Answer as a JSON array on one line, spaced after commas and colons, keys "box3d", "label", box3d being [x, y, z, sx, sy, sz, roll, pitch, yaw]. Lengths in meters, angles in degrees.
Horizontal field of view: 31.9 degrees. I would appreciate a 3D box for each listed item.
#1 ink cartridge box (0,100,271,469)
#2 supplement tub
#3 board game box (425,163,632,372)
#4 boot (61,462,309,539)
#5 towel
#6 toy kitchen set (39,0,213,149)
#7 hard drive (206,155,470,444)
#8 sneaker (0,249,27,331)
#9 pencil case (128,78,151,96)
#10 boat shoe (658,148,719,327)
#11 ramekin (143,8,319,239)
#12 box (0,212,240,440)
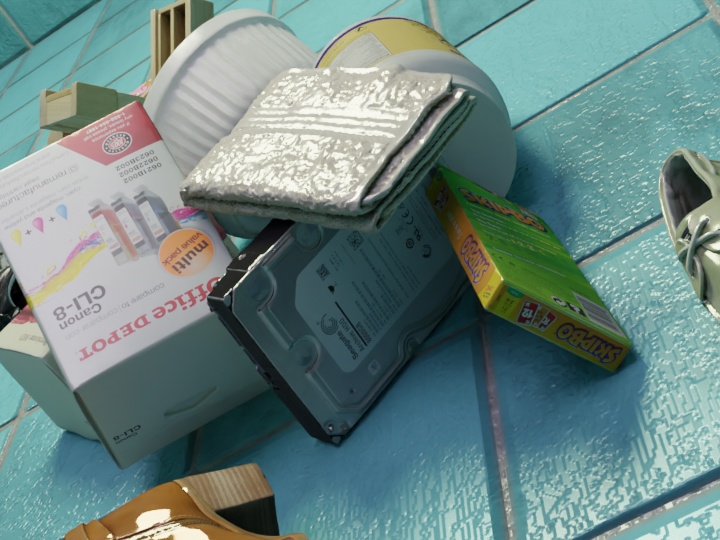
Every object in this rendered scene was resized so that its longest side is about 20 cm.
[{"box3d": [-0.171, 0.013, 0.944, 0.144, 0.145, 0.201, -28, 62, -11], "label": "ink cartridge box"}, {"box3d": [0.038, -0.117, 1.016, 0.145, 0.146, 0.200, -35, 25, 3], "label": "supplement tub"}, {"box3d": [0.101, -0.009, 0.812, 0.030, 0.095, 0.201, -57, 20, 20], "label": "board game box"}, {"box3d": [-0.102, 0.184, 0.691, 0.153, 0.078, 0.200, -17, 32, -17], "label": "boot"}, {"box3d": [-0.027, -0.086, 0.846, 0.198, 0.035, 0.133, 8, 50, 44], "label": "towel"}, {"box3d": [-0.303, -0.238, 1.528, 0.162, 0.199, 0.183, -8, 80, 44], "label": "toy kitchen set"}, {"box3d": [0.000, 0.000, 0.874, 0.200, 0.140, 0.038, -47, 27, -23], "label": "hard drive"}, {"box3d": [-0.395, 0.011, 1.449, 0.113, 0.076, 0.201, -24, 34, 23], "label": "sneaker"}, {"box3d": [-0.308, -0.195, 1.672, 0.198, 0.083, 0.087, -22, 28, 27], "label": "pencil case"}, {"box3d": [0.202, -0.008, 0.693, 0.201, 0.061, 0.073, -82, 14, -65], "label": "boat shoe"}, {"box3d": [-0.097, -0.125, 1.151, 0.105, 0.201, 0.200, 34, 69, 29], "label": "ramekin"}, {"box3d": [-0.206, 0.039, 1.110, 0.127, 0.109, 0.200, 2, 45, 52], "label": "box"}]
